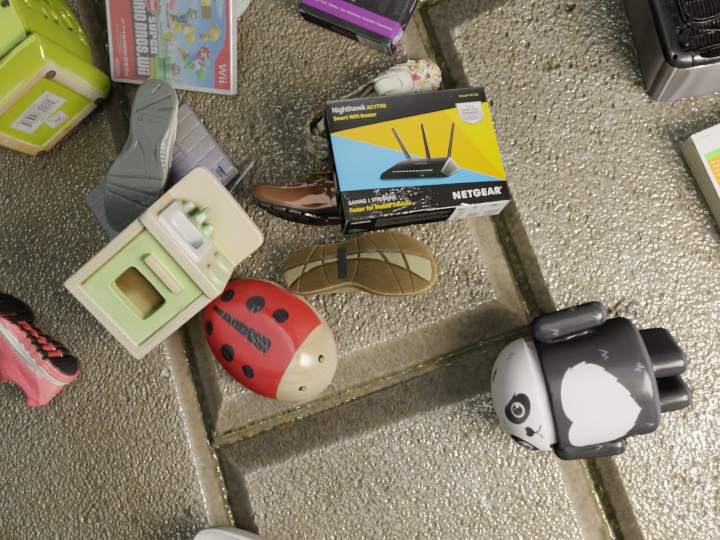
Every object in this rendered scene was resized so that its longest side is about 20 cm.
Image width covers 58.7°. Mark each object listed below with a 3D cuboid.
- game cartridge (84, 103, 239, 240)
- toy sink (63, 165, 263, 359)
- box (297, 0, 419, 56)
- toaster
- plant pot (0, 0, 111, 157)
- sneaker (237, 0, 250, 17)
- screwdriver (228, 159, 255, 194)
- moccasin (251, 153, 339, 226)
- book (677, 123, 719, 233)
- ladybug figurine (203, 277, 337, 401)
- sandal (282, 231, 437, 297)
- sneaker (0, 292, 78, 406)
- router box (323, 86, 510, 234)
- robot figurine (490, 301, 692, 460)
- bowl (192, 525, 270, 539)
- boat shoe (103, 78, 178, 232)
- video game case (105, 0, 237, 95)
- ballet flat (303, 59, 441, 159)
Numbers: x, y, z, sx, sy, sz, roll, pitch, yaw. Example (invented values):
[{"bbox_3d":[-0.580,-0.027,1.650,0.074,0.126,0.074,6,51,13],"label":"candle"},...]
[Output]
[{"bbox_3d":[-0.277,-0.119,0.887,0.199,0.038,0.130,-40,72,6],"label":"game cartridge"},{"bbox_3d":[-0.235,-0.012,0.790,0.199,0.112,0.131,-36,106,11],"label":"toy sink"},{"bbox_3d":[0.023,-0.405,0.850,0.142,0.036,0.202,27,91,15],"label":"box"},{"bbox_3d":[0.401,-0.295,0.700,0.178,0.119,0.203,-13,79,12],"label":"toaster"},{"bbox_3d":[-0.481,-0.281,0.877,0.199,0.199,0.182,-38,82,6],"label":"plant pot"},{"bbox_3d":[-0.175,-0.428,0.858,0.074,0.118,0.201,41,94,13],"label":"sneaker"},{"bbox_3d":[-0.206,-0.071,0.867,0.029,0.028,0.201,35,90,44],"label":"screwdriver"},{"bbox_3d":[-0.038,-0.100,0.804,0.198,0.074,0.079,0,80,13],"label":"moccasin"},{"bbox_3d":[0.458,-0.077,0.697,0.132,0.048,0.203,-22,79,8],"label":"book"},{"bbox_3d":[-0.122,0.084,0.801,0.198,0.072,0.137,28,90,16],"label":"ladybug figurine"},{"bbox_3d":[0.000,0.000,0.794,0.197,0.054,0.082,-5,72,20],"label":"sandal"},{"bbox_3d":[-0.485,0.107,0.886,0.200,0.074,0.087,41,94,15],"label":"sneaker"},{"bbox_3d":[0.063,-0.131,0.757,0.197,0.051,0.152,-8,75,-10],"label":"router box"},{"bbox_3d":[0.239,0.121,0.681,0.197,0.125,0.153,-13,72,11],"label":"robot figurine"},{"bbox_3d":[-0.126,0.417,0.757,0.197,0.075,0.203,18,87,16],"label":"bowl"},{"bbox_3d":[-0.284,-0.148,0.850,0.073,0.065,0.205,13,92,-4],"label":"boat shoe"},{"bbox_3d":[-0.262,-0.327,0.886,0.197,0.017,0.145,10,112,15],"label":"video game case"},{"bbox_3d":[0.014,-0.207,0.811,0.198,0.064,0.076,-32,76,7],"label":"ballet flat"}]
